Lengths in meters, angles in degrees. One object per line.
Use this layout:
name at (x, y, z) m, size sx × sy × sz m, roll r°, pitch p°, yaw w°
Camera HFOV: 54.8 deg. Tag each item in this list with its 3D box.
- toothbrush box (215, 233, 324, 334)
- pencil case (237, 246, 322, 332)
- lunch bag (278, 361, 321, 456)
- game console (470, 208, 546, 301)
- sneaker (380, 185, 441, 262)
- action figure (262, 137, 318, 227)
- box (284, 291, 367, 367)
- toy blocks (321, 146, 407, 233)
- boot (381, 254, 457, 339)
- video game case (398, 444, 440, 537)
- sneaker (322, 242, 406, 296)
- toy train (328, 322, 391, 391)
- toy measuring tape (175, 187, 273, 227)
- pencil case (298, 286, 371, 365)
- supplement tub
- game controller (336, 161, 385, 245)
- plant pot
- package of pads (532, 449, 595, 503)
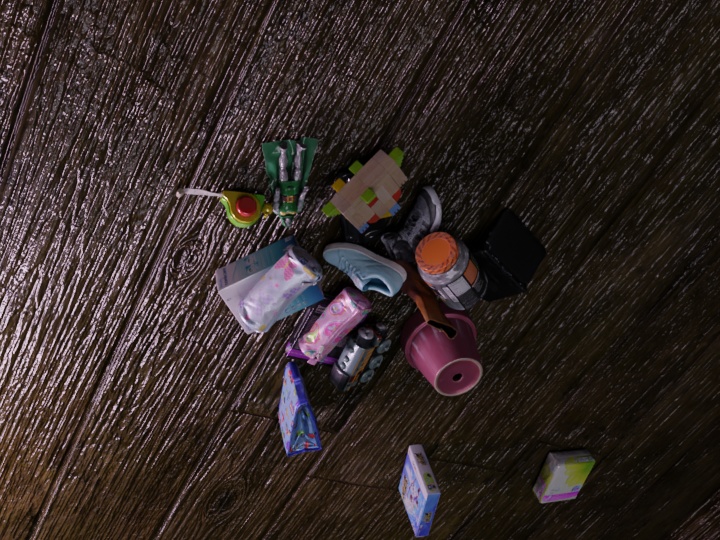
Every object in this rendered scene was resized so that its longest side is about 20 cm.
toothbrush box at (-0.203, 0.032, 1.563) m, size 0.200 × 0.085 × 0.147 m, roll -26°, pitch 128°, yaw 2°
pencil case at (-0.171, 0.041, 1.472) m, size 0.200 × 0.083 × 0.091 m, roll -44°, pitch 89°, yaw 16°
lunch bag at (-0.161, 0.341, 1.759) m, size 0.094 × 0.151 × 0.200 m, roll -9°, pitch 127°, yaw -11°
game console at (0.340, -0.033, 1.727) m, size 0.176 × 0.117 × 0.200 m, roll -20°, pitch 135°, yaw 37°
sneaker at (0.111, -0.093, 1.563) m, size 0.114 × 0.076 × 0.200 m, roll -14°, pitch 133°, yaw -27°
action figure at (-0.149, -0.176, 1.453) m, size 0.118 × 0.055 × 0.200 m, roll -6°, pitch 130°, yaw -17°
box at (-0.084, 0.147, 1.717) m, size 0.143 × 0.036 × 0.200 m, roll 17°, pitch 120°, yaw -28°
toy blocks at (0.031, -0.156, 1.467) m, size 0.200 × 0.100 × 0.137 m, roll -45°, pitch 145°, yaw 2°
boot at (0.125, 0.063, 1.614) m, size 0.068 × 0.200 × 0.188 m, roll -41°, pitch 126°, yaw 16°
video game case at (0.173, 0.655, 2.070) m, size 0.045 × 0.181 × 0.200 m, roll -1°, pitch 125°, yaw -15°
sneaker at (0.000, 0.000, 1.555) m, size 0.200 × 0.082 × 0.074 m, roll 18°, pitch 139°, yaw 12°
toy train at (-0.002, 0.216, 1.739) m, size 0.114 × 0.085 × 0.200 m, roll -11°, pitch 136°, yaw -48°
toy measuring tape at (-0.278, -0.127, 1.432) m, size 0.199 × 0.074 × 0.074 m, roll 4°, pitch 124°, yaw -21°
pencil case at (-0.062, 0.131, 1.637) m, size 0.087 × 0.088 × 0.200 m, roll 31°, pitch 109°, yaw -33°
supplement tub at (0.205, 0.000, 1.576) m, size 0.122 × 0.123 × 0.200 m, roll -34°, pitch 143°, yaw 8°
game controller at (0.004, -0.144, 1.537) m, size 0.104 × 0.042 × 0.200 m, roll -21°, pitch 130°, yaw -20°
plant pot at (0.219, 0.211, 1.765) m, size 0.199 × 0.179 × 0.200 m, roll -9°, pitch 126°, yaw -12°
package of pads at (0.674, 0.687, 2.320) m, size 0.154 × 0.068 × 0.200 m, roll 0°, pitch 124°, yaw -19°
